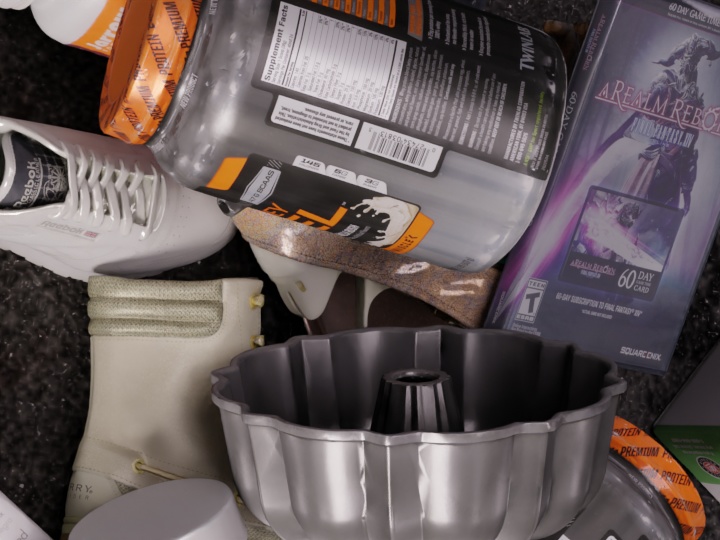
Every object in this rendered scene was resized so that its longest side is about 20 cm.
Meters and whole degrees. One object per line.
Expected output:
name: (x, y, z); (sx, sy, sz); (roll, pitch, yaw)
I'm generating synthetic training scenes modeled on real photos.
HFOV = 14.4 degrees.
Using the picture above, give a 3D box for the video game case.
video game case: (0.146, -0.048, 1.504); (0.143, 0.019, 0.201); (12, 101, -46)

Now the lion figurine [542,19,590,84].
lion figurine: (0.137, -0.066, 1.538); (0.200, 0.072, 0.123); (8, 93, -31)

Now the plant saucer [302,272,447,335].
plant saucer: (0.048, -0.003, 1.546); (0.200, 0.034, 0.201); (1, 88, -27)

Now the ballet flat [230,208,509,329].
ballet flat: (0.000, 0.000, 1.470); (0.200, 0.068, 0.067); (20, 95, -22)

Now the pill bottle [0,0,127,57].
pill bottle: (-0.097, -0.157, 1.436); (0.200, 0.114, 0.115); (16, 81, -25)

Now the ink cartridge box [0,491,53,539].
ink cartridge box: (-0.254, 0.115, 1.371); (0.200, 0.067, 0.116); (45, 71, -18)

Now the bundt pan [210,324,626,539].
bundt pan: (0.028, 0.086, 1.374); (0.201, 0.202, 0.076); (-8, 104, -26)

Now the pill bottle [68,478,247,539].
pill bottle: (-0.074, 0.207, 1.380); (0.112, 0.112, 0.201); (-25, 109, -25)

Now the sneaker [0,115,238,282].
sneaker: (-0.145, -0.038, 1.426); (0.199, 0.080, 0.077); (8, 82, -27)

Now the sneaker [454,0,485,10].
sneaker: (0.020, -0.142, 1.517); (0.066, 0.078, 0.201); (32, 71, -39)

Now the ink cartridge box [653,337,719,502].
ink cartridge box: (0.284, 0.126, 1.595); (0.200, 0.145, 0.084); (46, 70, -17)

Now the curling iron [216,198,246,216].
curling iron: (0.008, -0.078, 1.441); (0.200, 0.026, 0.050); (-29, 64, -30)

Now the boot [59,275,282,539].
boot: (-0.054, 0.081, 1.473); (0.199, 0.072, 0.155); (8, 82, -26)

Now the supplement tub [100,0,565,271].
supplement tub: (-0.014, -0.082, 1.346); (0.199, 0.123, 0.123); (17, 80, -14)

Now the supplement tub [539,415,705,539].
supplement tub: (0.080, 0.170, 1.455); (0.200, 0.122, 0.123); (-45, 107, -26)
